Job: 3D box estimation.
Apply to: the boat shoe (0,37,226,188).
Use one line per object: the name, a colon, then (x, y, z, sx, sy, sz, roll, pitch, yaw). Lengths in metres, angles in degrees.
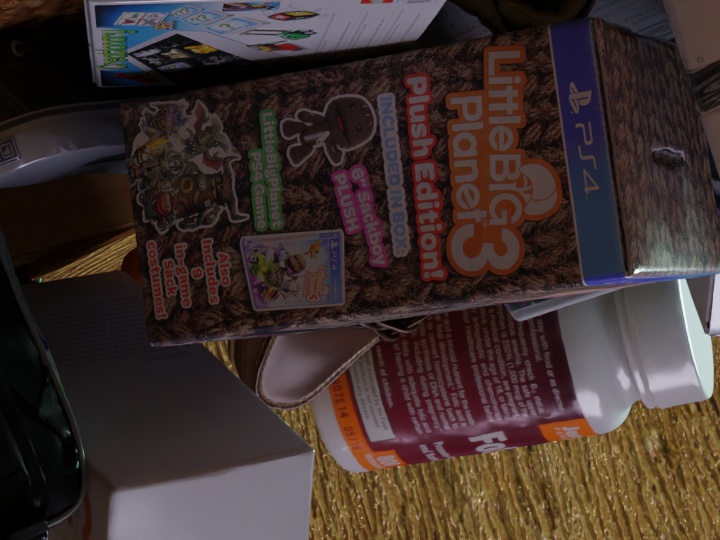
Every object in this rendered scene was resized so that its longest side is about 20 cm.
boat shoe: (-0.105, -0.076, 1.037, 0.068, 0.057, 0.200, -21, 177, 27)

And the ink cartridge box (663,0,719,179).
ink cartridge box: (0.194, -0.103, 0.894, 0.144, 0.201, 0.084, -18, 178, 22)

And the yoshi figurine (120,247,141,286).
yoshi figurine: (-0.182, 0.047, 1.222, 0.199, 0.113, 0.112, -32, -141, -1)

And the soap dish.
soap dish: (-0.189, -0.031, 1.167, 0.157, 0.082, 0.200, -17, 177, -35)

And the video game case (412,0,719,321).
video game case: (0.094, -0.077, 1.091, 0.199, 0.182, 0.023, -20, -164, 48)

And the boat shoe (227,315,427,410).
boat shoe: (0.001, 0.000, 1.119, 0.072, 0.068, 0.200, 9, 131, -35)

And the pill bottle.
pill bottle: (0.078, 0.036, 1.256, 0.199, 0.115, 0.114, -10, 180, 16)

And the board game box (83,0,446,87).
board game box: (-0.039, -0.099, 0.887, 0.125, 0.035, 0.200, -2, 176, -6)

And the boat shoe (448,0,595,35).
boat shoe: (0.055, -0.124, 0.914, 0.075, 0.074, 0.200, -17, 178, -16)

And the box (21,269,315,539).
box: (-0.111, 0.099, 1.084, 0.097, 0.125, 0.200, -9, -153, -28)

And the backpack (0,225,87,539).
backpack: (-0.222, 0.034, 0.970, 0.177, 0.201, 0.150, -18, -177, -38)

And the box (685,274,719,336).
box: (0.242, -0.076, 1.119, 0.175, 0.201, 0.097, -5, -138, -2)

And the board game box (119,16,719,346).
board game box: (0.029, -0.032, 0.973, 0.199, 0.098, 0.159, -8, 178, 21)
